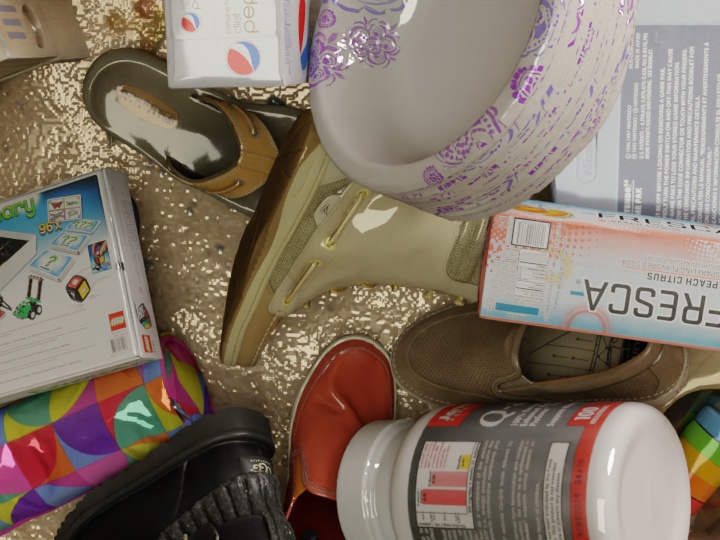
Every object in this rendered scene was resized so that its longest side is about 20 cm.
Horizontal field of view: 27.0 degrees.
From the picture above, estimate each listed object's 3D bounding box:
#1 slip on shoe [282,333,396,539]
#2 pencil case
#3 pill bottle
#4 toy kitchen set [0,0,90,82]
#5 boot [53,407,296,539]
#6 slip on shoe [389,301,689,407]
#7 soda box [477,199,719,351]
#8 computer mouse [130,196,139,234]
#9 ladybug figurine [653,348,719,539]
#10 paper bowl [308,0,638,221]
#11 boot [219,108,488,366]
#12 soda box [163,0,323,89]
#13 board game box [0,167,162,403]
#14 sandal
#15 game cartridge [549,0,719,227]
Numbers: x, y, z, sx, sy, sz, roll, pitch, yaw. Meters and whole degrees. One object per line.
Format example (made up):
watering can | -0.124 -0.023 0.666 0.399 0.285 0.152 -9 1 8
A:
slip on shoe | -0.018 0.139 0.990 0.074 0.061 0.201 19 78 -13
pencil case | -0.193 0.115 1.016 0.199 0.088 0.089 -23 96 11
pill bottle | 0.090 0.139 0.924 0.199 0.116 0.117 -4 100 37
toy kitchen set | -0.218 -0.225 0.916 0.162 0.180 0.201 -19 97 8
boot | -0.117 0.202 0.963 0.211 0.079 0.158 -41 51 32
slip on shoe | 0.105 0.053 0.953 0.199 0.061 0.076 4 75 29
soda box | 0.168 0.004 0.862 0.199 0.068 0.064 9 102 6
computer mouse | -0.229 0.007 1.032 0.199 0.034 0.059 -31 79 17
ladybug figurine | 0.218 0.117 0.975 0.136 0.072 0.200 42 101 0
paper bowl | 0.071 -0.127 0.844 0.104 0.201 0.201 19 104 -38
boot | 0.000 0.000 0.978 0.155 0.073 0.201 15 124 -16
soda box | -0.063 -0.143 0.901 0.068 0.200 0.064 -1 98 6
board game box | -0.235 0.021 0.995 0.199 0.035 0.127 -15 81 20
sandal | -0.092 -0.084 0.985 0.199 0.054 0.081 25 101 -4
game cartridge | 0.179 -0.078 0.899 0.132 0.041 0.201 1 100 2
